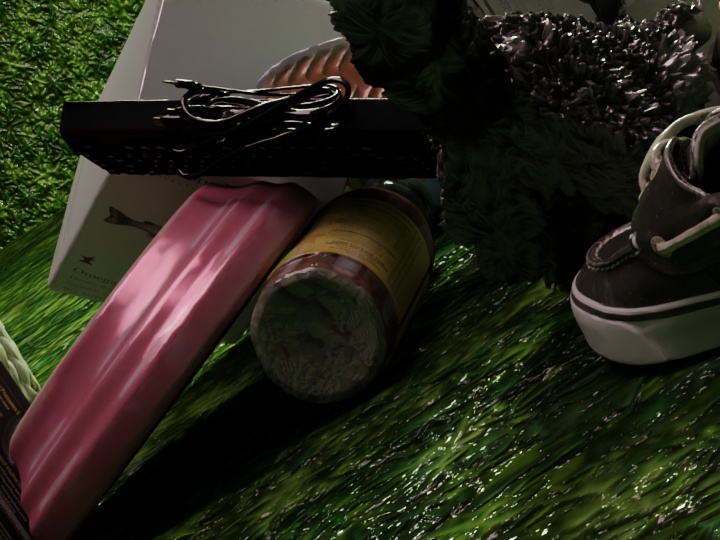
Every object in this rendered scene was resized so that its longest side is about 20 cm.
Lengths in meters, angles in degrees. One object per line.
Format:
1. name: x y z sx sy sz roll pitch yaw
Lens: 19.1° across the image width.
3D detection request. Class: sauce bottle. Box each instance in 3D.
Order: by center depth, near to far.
1. sauce bottle: 0.000 0.000 0.974 0.064 0.065 0.200 -31 7 17

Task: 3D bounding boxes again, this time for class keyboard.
1. keyboard: -0.047 -0.050 0.955 0.198 0.040 0.104 0 -20 23

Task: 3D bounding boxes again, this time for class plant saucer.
1. plant saucer: -0.097 0.034 0.978 0.201 0.051 0.201 -54 2 3

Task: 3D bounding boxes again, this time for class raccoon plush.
1. raccoon plush: 0.073 -0.090 0.794 0.096 0.201 0.135 -11 40 26

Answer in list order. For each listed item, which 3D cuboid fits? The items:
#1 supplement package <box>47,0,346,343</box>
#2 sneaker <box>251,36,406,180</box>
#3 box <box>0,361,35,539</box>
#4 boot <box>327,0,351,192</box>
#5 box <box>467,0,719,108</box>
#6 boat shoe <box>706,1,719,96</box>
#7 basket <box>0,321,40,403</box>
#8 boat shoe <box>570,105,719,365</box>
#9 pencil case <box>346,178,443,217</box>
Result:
1. supplement package: -0.083 -0.060 1.142 0.200 0.116 0.118 130 155 -60
2. sneaker: 0.046 -0.075 1.045 0.198 0.072 0.080 -3 -9 -1
3. box: -0.237 0.075 0.991 0.043 0.201 0.160 -24 14 45
4. boot: -0.049 -0.112 1.437 0.203 0.154 0.073 -38 10 -23
5. box: 0.131 -0.120 0.956 0.200 0.117 0.060 -40 10 -25
6. boat shoe: 0.174 -0.093 0.829 0.071 0.061 0.201 -35 9 -2
7. basket: -0.364 0.072 1.511 0.198 0.201 0.161 -26 6 42
8. boat shoe: 0.120 -0.021 0.638 0.071 0.064 0.200 -39 10 -28
9. pencil case: 0.075 -0.105 1.183 0.200 0.089 0.088 -40 10 -18
